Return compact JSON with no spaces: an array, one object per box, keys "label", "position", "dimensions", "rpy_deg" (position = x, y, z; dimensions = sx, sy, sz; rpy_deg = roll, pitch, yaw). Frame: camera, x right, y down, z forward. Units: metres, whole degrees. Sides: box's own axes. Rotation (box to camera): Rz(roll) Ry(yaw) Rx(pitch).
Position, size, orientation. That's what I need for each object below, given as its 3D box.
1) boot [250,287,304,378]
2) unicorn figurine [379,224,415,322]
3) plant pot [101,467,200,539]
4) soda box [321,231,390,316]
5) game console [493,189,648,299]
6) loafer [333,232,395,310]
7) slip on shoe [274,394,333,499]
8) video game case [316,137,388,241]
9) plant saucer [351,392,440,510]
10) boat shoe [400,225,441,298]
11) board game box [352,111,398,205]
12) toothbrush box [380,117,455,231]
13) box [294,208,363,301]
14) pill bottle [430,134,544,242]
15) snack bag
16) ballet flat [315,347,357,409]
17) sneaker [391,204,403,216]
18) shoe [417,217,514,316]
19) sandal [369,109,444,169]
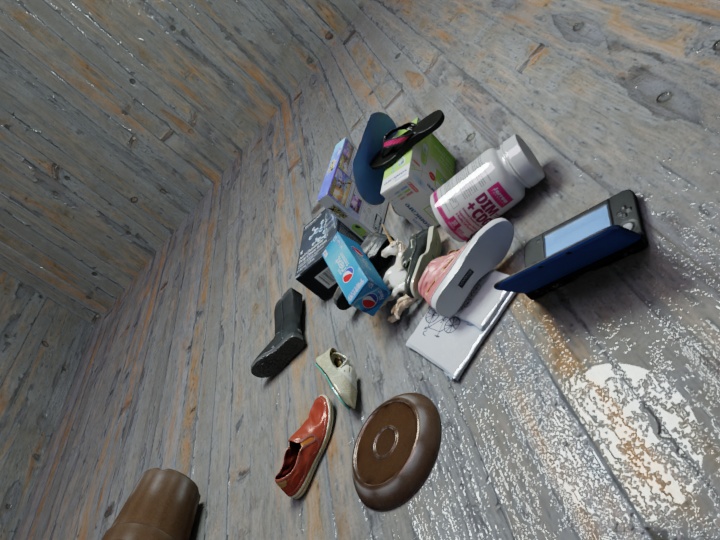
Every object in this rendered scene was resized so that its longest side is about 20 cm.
[{"label":"boot","position":[-0.209,0.155,1.541],"dimensions":[0.163,0.066,0.202],"rpy_deg":[-36,34,14]},{"label":"unicorn figurine","position":[0.072,0.020,1.265],"dimensions":[0.138,0.074,0.200],"rpy_deg":[-50,43,4]},{"label":"plant pot","position":[-0.451,0.559,1.328],"dimensions":[0.199,0.200,0.200],"rpy_deg":[-36,24,27]},{"label":"soda box","position":[-0.012,0.004,1.260],"dimensions":[0.065,0.067,0.201],"rpy_deg":[-52,35,15]},{"label":"game console","position":[0.305,-0.047,0.907],"dimensions":[0.198,0.118,0.174],"rpy_deg":[-30,35,36]},{"label":"loafer","position":[0.000,0.000,1.374],"dimensions":[0.072,0.073,0.201],"rpy_deg":[25,69,43]},{"label":"slip on shoe","position":[-0.106,0.331,1.178],"dimensions":[0.073,0.061,0.203],"rpy_deg":[-17,43,51]},{"label":"video game case","position":[-0.009,-0.197,1.511],"dimensions":[0.045,0.180,0.204],"rpy_deg":[-25,37,40]},{"label":"plant saucer","position":[0.049,0.290,1.012],"dimensions":[0.199,0.032,0.203],"rpy_deg":[-37,31,27]},{"label":"boat shoe","position":[0.111,-0.012,1.196],"dimensions":[0.066,0.073,0.202],"rpy_deg":[-8,33,23]},{"label":"board game box","position":[0.025,-0.254,1.381],"dimensions":[0.038,0.158,0.205],"rpy_deg":[9,72,34]},{"label":"toothbrush box","position":[0.131,-0.209,1.343],"dimensions":[0.085,0.145,0.203],"rpy_deg":[-27,36,38]},{"label":"box","position":[-0.069,-0.057,1.525],"dimensions":[0.147,0.106,0.203],"rpy_deg":[-36,30,29]},{"label":"pill bottle","position":[0.237,-0.154,1.145],"dimensions":[0.199,0.113,0.115],"rpy_deg":[-38,30,27]},{"label":"snack bag","position":[0.169,0.078,1.080],"dimensions":[0.202,0.021,0.188],"rpy_deg":[-55,27,-4]},{"label":"ballet flat","position":[-0.042,0.205,1.221],"dimensions":[0.062,0.068,0.200],"rpy_deg":[-43,27,-5]},{"label":"sneaker","position":[0.105,-0.207,1.461],"dimensions":[0.079,0.077,0.204],"rpy_deg":[-31,38,55]},{"label":"shoe","position":[0.180,-0.018,1.078],"dimensions":[0.201,0.071,0.091],"rpy_deg":[-52,29,4]},{"label":"sandal","position":[0.090,-0.285,1.290],"dimensions":[0.198,0.045,0.076],"rpy_deg":[-31,34,34]}]
